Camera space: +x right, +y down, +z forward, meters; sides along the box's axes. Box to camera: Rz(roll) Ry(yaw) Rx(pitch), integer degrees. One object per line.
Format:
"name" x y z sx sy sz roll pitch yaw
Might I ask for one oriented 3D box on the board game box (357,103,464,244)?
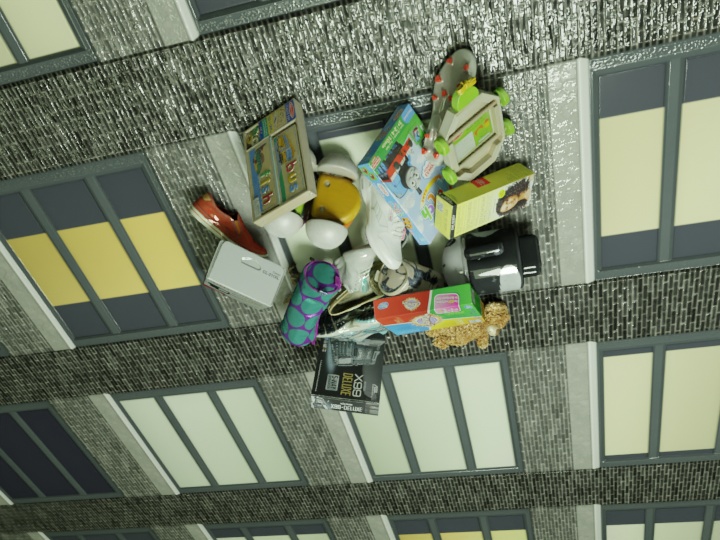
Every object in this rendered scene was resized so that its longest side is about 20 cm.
"board game box" 0.098 -0.173 1.179 0.036 0.153 0.200 1 140 51

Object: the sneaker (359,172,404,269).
"sneaker" 0.056 -0.107 1.214 0.098 0.206 0.074 -15 172 32

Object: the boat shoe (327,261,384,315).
"boat shoe" 0.013 0.041 1.415 0.197 0.064 0.074 -22 124 23

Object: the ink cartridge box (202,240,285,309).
"ink cartridge box" -0.248 0.014 1.347 0.143 0.085 0.200 25 169 -12

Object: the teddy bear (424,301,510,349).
"teddy bear" 0.241 0.131 1.457 0.194 0.068 0.147 -5 131 12

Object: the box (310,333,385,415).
"box" -0.025 0.228 1.483 0.153 0.203 0.051 7 133 2

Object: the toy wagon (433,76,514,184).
"toy wagon" 0.191 -0.249 1.109 0.154 0.040 0.202 -40 139 -10

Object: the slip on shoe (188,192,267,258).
"slip on shoe" -0.265 -0.088 1.349 0.062 0.074 0.199 -49 120 1

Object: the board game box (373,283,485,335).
"board game box" 0.141 0.081 1.299 0.195 0.042 0.153 -11 159 19

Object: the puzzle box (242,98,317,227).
"puzzle box" -0.149 -0.195 1.165 0.131 0.205 0.025 -25 151 25

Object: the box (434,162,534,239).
"box" 0.229 -0.130 1.188 0.196 0.050 0.077 -23 134 -22

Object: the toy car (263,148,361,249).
"toy car" -0.098 -0.134 1.247 0.194 0.180 0.150 13 167 -4

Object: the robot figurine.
"robot figurine" 0.260 -0.020 1.297 0.194 0.126 0.153 -8 125 14

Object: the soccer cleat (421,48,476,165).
"soccer cleat" 0.160 -0.286 1.138 0.069 0.077 0.205 31 118 30

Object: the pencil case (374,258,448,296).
"pencil case" 0.119 0.029 1.332 0.088 0.080 0.197 -11 161 41

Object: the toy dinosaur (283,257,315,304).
"toy dinosaur" -0.120 0.034 1.432 0.196 0.059 0.102 -23 124 24

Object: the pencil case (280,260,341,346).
"pencil case" -0.108 0.075 1.388 0.090 0.086 0.202 22 134 -7

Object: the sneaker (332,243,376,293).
"sneaker" 0.000 0.000 1.313 0.073 0.091 0.200 -17 175 -16

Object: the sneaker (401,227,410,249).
"sneaker" 0.090 -0.105 1.274 0.068 0.083 0.203 18 129 -5

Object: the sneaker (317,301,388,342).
"sneaker" -0.025 0.136 1.491 0.195 0.079 0.087 -12 130 17
